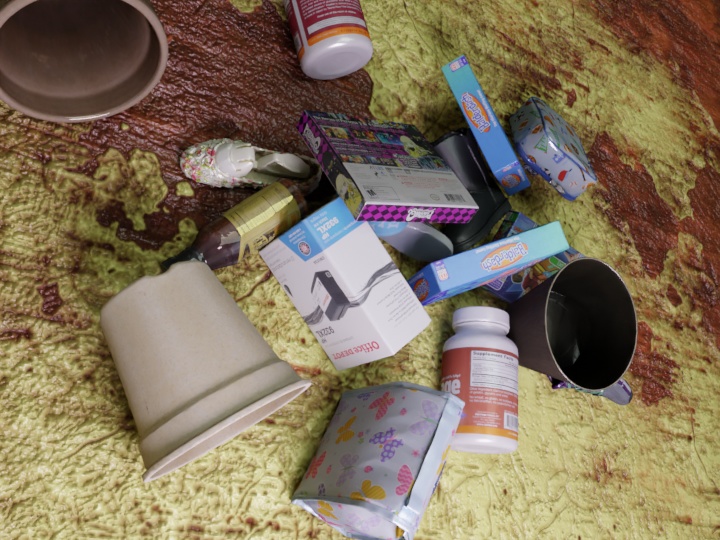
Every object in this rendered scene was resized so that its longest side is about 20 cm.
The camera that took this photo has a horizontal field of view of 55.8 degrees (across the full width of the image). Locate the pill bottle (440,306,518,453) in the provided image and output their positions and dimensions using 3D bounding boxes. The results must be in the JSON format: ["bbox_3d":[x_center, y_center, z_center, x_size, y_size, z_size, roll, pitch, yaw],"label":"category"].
[{"bbox_3d":[0.174,0.160,0.994,0.112,0.112,0.200,17,66,-28],"label":"pill bottle"}]

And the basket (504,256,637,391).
[{"bbox_3d":[0.292,0.085,1.008,0.136,0.200,0.181,2,81,-11],"label":"basket"}]

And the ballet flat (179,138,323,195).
[{"bbox_3d":[-0.139,-0.146,0.919,0.200,0.064,0.076,2,75,-32],"label":"ballet flat"}]

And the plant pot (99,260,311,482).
[{"bbox_3d":[-0.186,0.098,0.748,0.200,0.200,0.184,-24,78,-36],"label":"plant pot"}]

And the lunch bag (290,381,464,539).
[{"bbox_3d":[0.033,0.235,0.824,0.127,0.200,0.170,38,58,-17],"label":"lunch bag"}]

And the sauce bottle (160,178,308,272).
[{"bbox_3d":[-0.160,-0.045,0.866,0.200,0.066,0.066,-37,96,-22],"label":"sauce bottle"}]

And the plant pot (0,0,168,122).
[{"bbox_3d":[-0.343,-0.300,0.777,0.200,0.200,0.175,-12,64,-35],"label":"plant pot"}]

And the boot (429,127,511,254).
[{"bbox_3d":[0.152,-0.131,1.092,0.200,0.076,0.168,-40,102,-42],"label":"boot"}]

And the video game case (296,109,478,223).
[{"bbox_3d":[0.037,-0.136,0.899,0.200,0.036,0.181,-3,49,-39],"label":"video game case"}]

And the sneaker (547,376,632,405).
[{"bbox_3d":[0.363,0.183,1.143,0.200,0.074,0.088,37,68,-5],"label":"sneaker"}]

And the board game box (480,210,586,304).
[{"bbox_3d":[0.296,0.007,1.133,0.200,0.034,0.136,30,90,-22],"label":"board game box"}]

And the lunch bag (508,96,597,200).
[{"bbox_3d":[0.343,-0.214,1.210,0.160,0.076,0.200,37,33,-20],"label":"lunch bag"}]

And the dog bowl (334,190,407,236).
[{"bbox_3d":[0.007,-0.135,0.964,0.111,0.050,0.200,-3,49,-21],"label":"dog bowl"}]

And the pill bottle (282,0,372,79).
[{"bbox_3d":[-0.058,-0.402,1.023,0.113,0.113,0.200,-10,81,-35],"label":"pill bottle"}]

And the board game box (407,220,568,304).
[{"bbox_3d":[0.175,-0.005,0.982,0.200,0.152,0.045,-19,82,-14],"label":"board game box"}]

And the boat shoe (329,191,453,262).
[{"bbox_3d":[0.051,-0.078,1.012,0.200,0.070,0.066,21,56,-7],"label":"boat shoe"}]

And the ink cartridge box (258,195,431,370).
[{"bbox_3d":[-0.023,0.020,0.890,0.084,0.145,0.200,-37,96,-35],"label":"ink cartridge box"}]

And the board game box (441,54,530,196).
[{"bbox_3d":[0.207,-0.233,1.114,0.152,0.045,0.200,21,45,-67],"label":"board game box"}]
